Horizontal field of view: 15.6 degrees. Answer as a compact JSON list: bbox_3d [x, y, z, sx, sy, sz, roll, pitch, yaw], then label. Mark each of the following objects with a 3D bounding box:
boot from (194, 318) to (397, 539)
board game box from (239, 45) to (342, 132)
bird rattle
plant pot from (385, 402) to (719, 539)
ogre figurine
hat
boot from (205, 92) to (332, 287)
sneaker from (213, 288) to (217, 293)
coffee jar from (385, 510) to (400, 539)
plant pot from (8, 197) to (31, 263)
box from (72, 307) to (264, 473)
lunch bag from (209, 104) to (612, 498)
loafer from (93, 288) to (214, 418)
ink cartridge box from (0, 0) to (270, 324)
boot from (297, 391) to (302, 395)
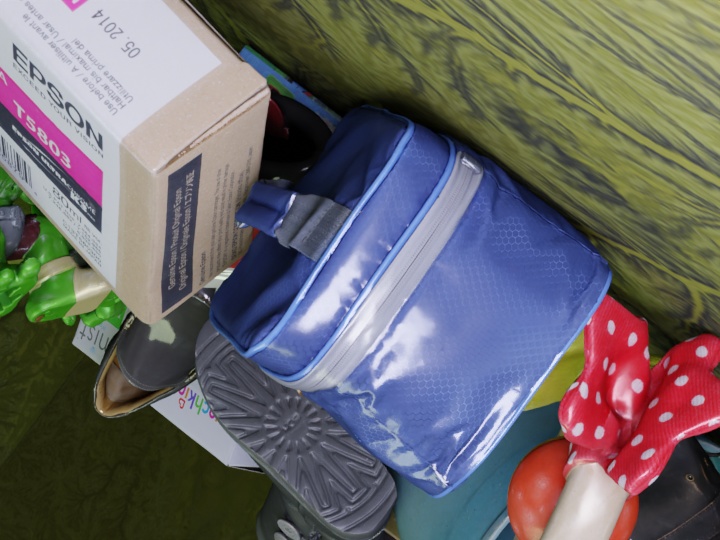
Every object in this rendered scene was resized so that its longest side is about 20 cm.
[{"bbox_3d":[-0.043,0.123,1.607,0.165,0.065,0.200,54,168,16],"label":"boot"},{"bbox_3d":[0.006,-0.041,1.447,0.200,0.037,0.151,38,176,0],"label":"board game box"},{"bbox_3d":[0.116,0.090,1.237,0.112,0.164,0.200,19,-171,-10],"label":"bird rattle"},{"bbox_3d":[0.104,0.130,1.567,0.200,0.200,0.188,40,-173,-41],"label":"plant pot"},{"bbox_3d":[-0.188,-0.035,1.379,0.199,0.098,0.120,-5,-112,-52],"label":"ogre figurine"},{"bbox_3d":[0.141,0.123,1.371,0.081,0.200,0.201,64,173,-6],"label":"hat"},{"bbox_3d":[-0.073,-0.053,1.361,0.199,0.073,0.145,18,150,39],"label":"boot"},{"bbox_3d":[-0.029,0.037,1.617,0.074,0.085,0.200,-18,124,40],"label":"sneaker"},{"bbox_3d":[0.082,0.143,1.730,0.085,0.200,0.104,33,175,34],"label":"coffee jar"},{"bbox_3d":[-0.210,-0.092,1.553,0.193,0.201,0.200,39,175,-37],"label":"plant pot"},{"bbox_3d":[-0.087,0.018,1.826,0.096,0.177,0.200,9,-162,-44],"label":"box"},{"bbox_3d":[0.010,0.002,1.194,0.132,0.136,0.200,38,177,-12],"label":"lunch bag"},{"bbox_3d":[-0.122,0.049,1.687,0.073,0.072,0.200,36,156,-2],"label":"loafer"},{"bbox_3d":[-0.136,-0.094,1.250,0.200,0.075,0.165,46,160,17],"label":"ink cartridge box"},{"bbox_3d":[0.000,0.000,1.553,0.107,0.075,0.200,55,-152,12],"label":"boot"}]
